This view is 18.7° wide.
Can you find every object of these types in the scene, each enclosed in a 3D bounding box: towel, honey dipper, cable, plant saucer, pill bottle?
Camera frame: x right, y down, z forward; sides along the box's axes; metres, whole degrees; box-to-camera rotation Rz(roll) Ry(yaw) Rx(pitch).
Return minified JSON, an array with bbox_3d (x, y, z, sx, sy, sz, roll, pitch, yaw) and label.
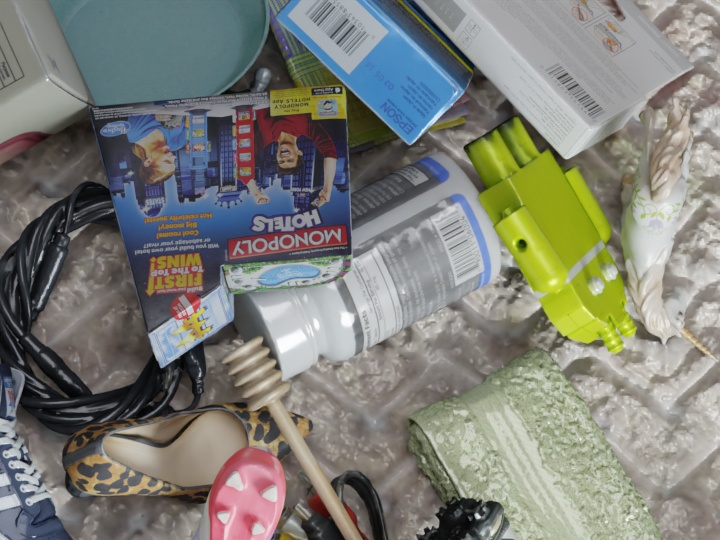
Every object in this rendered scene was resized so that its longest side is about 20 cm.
[{"bbox_3d":[-0.006,-0.193,1.807,0.143,0.023,0.201,-20,76,-26],"label":"towel"},{"bbox_3d":[-0.041,0.144,1.645,0.038,0.038,0.201,-29,88,-16],"label":"honey dipper"},{"bbox_3d":[-0.207,0.029,1.707,0.162,0.051,0.201,-8,76,-6],"label":"cable"},{"bbox_3d":[0.139,0.170,1.715,0.148,0.037,0.201,-27,78,-17],"label":"towel"},{"bbox_3d":[0.008,0.235,1.683,0.200,0.050,0.097,47,59,-5],"label":"cable"},{"bbox_3d":[-0.170,-0.189,1.759,0.199,0.036,0.201,-2,55,2],"label":"plant saucer"},{"bbox_3d":[0.000,0.000,1.708,0.199,0.114,0.114,-27,78,-16],"label":"pill bottle"}]

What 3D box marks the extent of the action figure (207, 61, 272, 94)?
[{"bbox_3d":[-0.112,-0.073,1.726,0.117,0.055,0.201,5,57,5],"label":"action figure"}]

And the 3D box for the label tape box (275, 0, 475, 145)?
[{"bbox_3d":[0.017,-0.180,1.734,0.144,0.200,0.063,44,102,-3],"label":"label tape box"}]

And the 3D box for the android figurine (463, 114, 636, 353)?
[{"bbox_3d":[0.154,-0.026,1.724,0.041,0.182,0.201,-31,90,24],"label":"android figurine"}]

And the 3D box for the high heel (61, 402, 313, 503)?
[{"bbox_3d":[-0.123,0.131,1.628,0.199,0.143,0.072,-13,78,-12],"label":"high heel"}]

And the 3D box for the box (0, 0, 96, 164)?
[{"bbox_3d":[-0.324,-0.140,1.669,0.199,0.109,0.128,-27,75,8],"label":"box"}]

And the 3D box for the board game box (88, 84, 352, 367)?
[{"bbox_3d":[-0.103,-0.032,1.637,0.199,0.062,0.201,-4,62,5],"label":"board game box"}]

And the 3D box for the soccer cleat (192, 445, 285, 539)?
[{"bbox_3d":[-0.107,0.224,1.630,0.066,0.076,0.201,22,102,-1],"label":"soccer cleat"}]

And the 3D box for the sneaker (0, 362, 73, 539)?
[{"bbox_3d":[-0.261,0.141,1.629,0.200,0.070,0.109,38,92,7],"label":"sneaker"}]

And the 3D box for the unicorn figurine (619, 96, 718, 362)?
[{"bbox_3d":[0.238,-0.036,1.758,0.073,0.200,0.138,-4,54,15],"label":"unicorn figurine"}]

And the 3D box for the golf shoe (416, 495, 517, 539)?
[{"bbox_3d":[0.052,0.263,1.620,0.200,0.078,0.095,-44,115,-17],"label":"golf shoe"}]

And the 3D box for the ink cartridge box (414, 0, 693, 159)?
[{"bbox_3d":[0.159,-0.201,1.825,0.200,0.045,0.176,48,42,11],"label":"ink cartridge box"}]
